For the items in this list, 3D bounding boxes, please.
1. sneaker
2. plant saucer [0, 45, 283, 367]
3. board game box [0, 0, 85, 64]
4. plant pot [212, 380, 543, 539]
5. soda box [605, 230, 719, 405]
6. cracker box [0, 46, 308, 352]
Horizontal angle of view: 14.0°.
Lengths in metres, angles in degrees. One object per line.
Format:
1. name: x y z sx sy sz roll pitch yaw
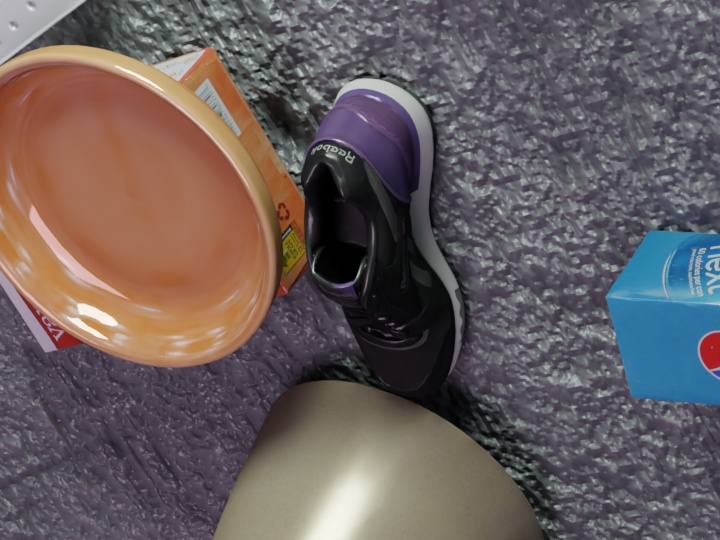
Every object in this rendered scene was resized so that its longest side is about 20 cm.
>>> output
1. sneaker: 0.000 0.000 1.595 0.075 0.088 0.201 9 130 26
2. plant saucer: -0.127 -0.038 1.599 0.199 0.037 0.201 17 131 21
3. board game box: -0.256 -0.199 1.636 0.200 0.026 0.200 48 136 -12
4. plant pot: -0.021 0.198 1.675 0.187 0.200 0.188 22 143 18
5. soda box: 0.231 0.028 1.488 0.199 0.064 0.068 3 127 30
6. cracker box: -0.134 -0.036 1.672 0.199 0.058 0.134 -14 117 40
